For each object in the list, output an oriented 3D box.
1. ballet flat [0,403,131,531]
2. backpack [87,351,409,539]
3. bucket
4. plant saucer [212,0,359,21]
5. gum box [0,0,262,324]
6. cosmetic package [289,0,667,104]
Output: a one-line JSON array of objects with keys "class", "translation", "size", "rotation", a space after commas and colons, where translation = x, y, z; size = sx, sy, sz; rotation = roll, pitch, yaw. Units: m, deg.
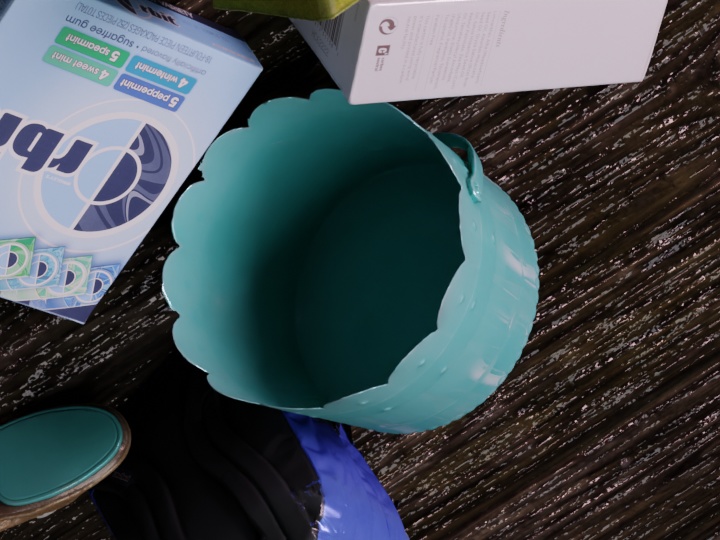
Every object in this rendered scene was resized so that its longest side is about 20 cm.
[{"class": "ballet flat", "translation": [-0.237, 0.146, 1.603], "size": [0.200, 0.068, 0.072], "rotation": [-27, 155, -7]}, {"class": "backpack", "translation": [-0.055, 0.156, 1.610], "size": [0.168, 0.200, 0.163], "rotation": [26, 110, -42]}, {"class": "bucket", "translation": [0.000, 0.000, 1.503], "size": [0.207, 0.207, 0.135], "rotation": [-46, 150, 12]}, {"class": "plant saucer", "translation": [0.015, -0.212, 1.347], "size": [0.200, 0.200, 0.048], "rotation": [-36, 108, -12]}, {"class": "gum box", "translation": [-0.180, -0.076, 1.452], "size": [0.170, 0.045, 0.200], "rotation": [20, 116, -40]}, {"class": "cosmetic package", "translation": [0.069, -0.159, 1.484], "size": [0.200, 0.101, 0.071], "rotation": [-6, 130, -24]}]
